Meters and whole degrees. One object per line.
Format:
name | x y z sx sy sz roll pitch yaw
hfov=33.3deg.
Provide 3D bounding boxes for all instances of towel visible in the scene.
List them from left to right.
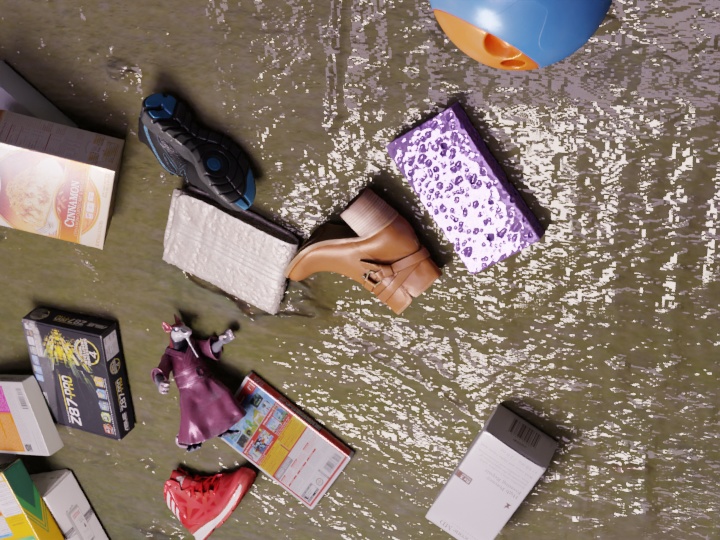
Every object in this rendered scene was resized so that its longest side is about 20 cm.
towel | -0.186 -0.031 1.699 0.198 0.035 0.133 27 127 10

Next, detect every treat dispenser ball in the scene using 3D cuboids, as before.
treat dispenser ball | 0.166 -0.310 1.252 0.199 0.201 0.203 12 122 21

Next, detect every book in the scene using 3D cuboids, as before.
book | -0.591 0.240 2.027 0.199 0.048 0.135 -3 111 43

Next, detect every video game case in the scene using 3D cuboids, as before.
video game case | -0.120 0.262 1.840 0.199 0.017 0.143 37 128 4

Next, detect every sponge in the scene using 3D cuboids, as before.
sponge | 0.129 -0.100 1.499 0.111 0.030 0.201 -29 101 36

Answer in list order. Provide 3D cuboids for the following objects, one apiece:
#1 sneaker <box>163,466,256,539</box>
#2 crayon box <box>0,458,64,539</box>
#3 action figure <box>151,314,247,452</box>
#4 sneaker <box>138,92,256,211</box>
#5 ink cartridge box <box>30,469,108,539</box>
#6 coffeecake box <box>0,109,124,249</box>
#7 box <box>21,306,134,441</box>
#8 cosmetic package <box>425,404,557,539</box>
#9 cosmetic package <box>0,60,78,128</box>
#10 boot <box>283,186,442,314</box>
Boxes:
sneaker | -0.253 0.352 1.924 0.115 0.078 0.200 40 126 0
crayon box | -0.586 0.429 2.051 0.125 0.052 0.202 -18 102 33
action figure | -0.245 0.160 1.814 0.149 0.133 0.202 148 100 -75
sneaker | -0.222 -0.152 1.637 0.200 0.073 0.082 46 144 4
ink cartridge box | -0.539 0.464 2.130 0.145 0.083 0.202 -13 110 32
coffeecake box | -0.445 -0.129 1.697 0.198 0.074 0.154 13 133 -8
box | -0.452 0.165 1.938 0.160 0.049 0.202 12 123 25
cosmetic package | 0.180 0.292 1.668 0.101 0.074 0.201 32 126 8
cosmetic package | -0.518 -0.184 1.772 0.150 0.052 0.200 39 127 -1
boot | 0.000 0.000 1.598 0.155 0.074 0.200 46 130 -8
